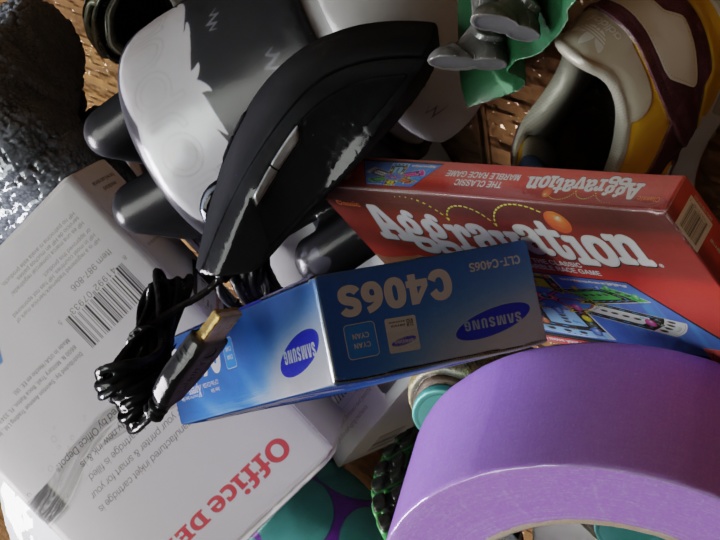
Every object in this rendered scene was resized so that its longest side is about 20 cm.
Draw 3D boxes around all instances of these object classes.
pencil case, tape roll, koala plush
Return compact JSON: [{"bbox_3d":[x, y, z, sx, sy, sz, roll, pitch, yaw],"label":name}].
[{"bbox_3d":[0.008,0.192,1.050,0.200,0.092,0.085,44,167,20],"label":"pencil case"},{"bbox_3d":[0.111,0.121,0.761,0.198,0.066,0.201,11,138,10],"label":"tape roll"},{"bbox_3d":[-0.228,-0.034,1.115,0.200,0.184,0.177,-41,98,17],"label":"koala plush"}]

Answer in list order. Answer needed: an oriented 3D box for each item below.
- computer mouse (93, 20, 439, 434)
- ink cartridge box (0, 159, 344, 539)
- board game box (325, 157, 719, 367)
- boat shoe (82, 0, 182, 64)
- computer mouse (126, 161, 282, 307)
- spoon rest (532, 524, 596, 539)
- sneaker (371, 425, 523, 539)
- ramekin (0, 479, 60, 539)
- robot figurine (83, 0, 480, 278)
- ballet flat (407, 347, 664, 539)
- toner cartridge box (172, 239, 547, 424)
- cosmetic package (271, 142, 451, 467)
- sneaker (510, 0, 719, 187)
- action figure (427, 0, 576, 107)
[{"bbox_3d":[-0.047,-0.025,0.748,0.046,0.141,0.200,39,113,-14],"label":"computer mouse"},{"bbox_3d":[-0.126,0.064,0.991,0.200,0.144,0.084,46,-170,-4],"label":"ink cartridge box"},{"bbox_3d":[0.075,-0.004,0.746,0.199,0.020,0.103,8,147,50],"label":"board game box"},{"bbox_3d":[-0.131,-0.156,1.098,0.199,0.063,0.071,3,113,59],"label":"boat shoe"},{"bbox_3d":[-0.079,-0.032,1.003,0.200,0.044,0.110,51,-177,39],"label":"computer mouse"},{"bbox_3d":[0.128,0.197,0.915,0.099,0.060,0.202,9,118,59],"label":"spoon rest"},{"bbox_3d":[0.053,0.164,0.955,0.086,0.077,0.202,72,-172,-50],"label":"sneaker"},{"bbox_3d":[-0.112,0.123,1.133,0.097,0.199,0.203,1,111,50],"label":"ramekin"},{"bbox_3d":[-0.032,-0.087,0.869,0.199,0.125,0.151,-29,113,22],"label":"robot figurine"},{"bbox_3d":[0.116,0.087,0.843,0.199,0.071,0.071,32,144,3],"label":"ballet flat"},{"bbox_3d":[-0.009,0.030,0.784,0.200,0.094,0.044,158,101,-67],"label":"toner cartridge box"},{"bbox_3d":[0.000,0.000,1.005,0.152,0.051,0.200,61,151,16],"label":"cosmetic package"},{"bbox_3d":[0.099,-0.031,0.777,0.075,0.089,0.202,40,141,38],"label":"sneaker"},{"bbox_3d":[0.053,-0.180,0.726,0.118,0.054,0.202,144,131,-62],"label":"action figure"}]
